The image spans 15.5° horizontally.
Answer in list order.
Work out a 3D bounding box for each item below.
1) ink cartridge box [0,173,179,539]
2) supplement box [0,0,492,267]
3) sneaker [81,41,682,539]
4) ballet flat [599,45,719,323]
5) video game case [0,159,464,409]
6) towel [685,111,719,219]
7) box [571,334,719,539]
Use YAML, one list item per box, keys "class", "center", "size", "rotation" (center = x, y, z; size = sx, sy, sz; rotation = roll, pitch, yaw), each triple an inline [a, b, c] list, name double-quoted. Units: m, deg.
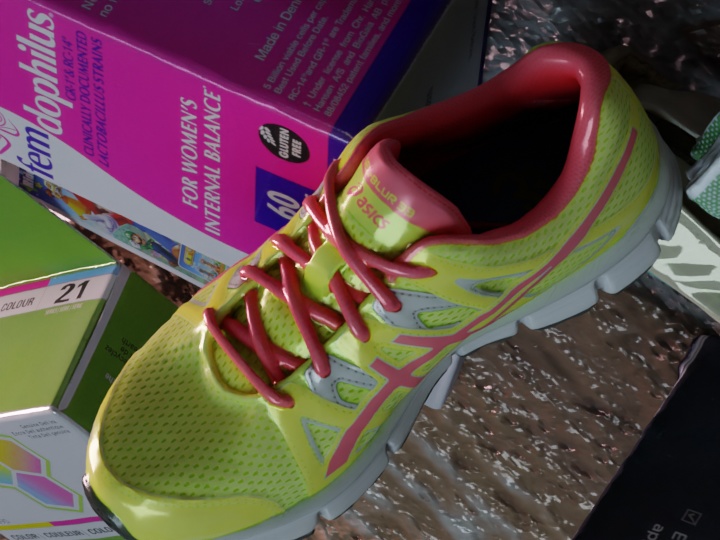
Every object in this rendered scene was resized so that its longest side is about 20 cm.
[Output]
- class: "ink cartridge box"
  center: [-0.154, 0.035, 1.095]
  size: [0.200, 0.076, 0.147]
  rotation: [38, 150, -30]
- class: "supplement box"
  center: [-0.068, -0.086, 0.844]
  size: [0.199, 0.104, 0.101]
  rotation: [25, 151, 13]
- class: "sneaker"
  center: [0.000, 0.000, 0.746]
  size: [0.078, 0.200, 0.090]
  rotation: [48, 170, 26]
- class: "ballet flat"
  center: [0.138, -0.001, 0.829]
  size: [0.199, 0.070, 0.069]
  rotation: [35, 150, -4]
- class: "video game case"
  center: [-0.044, -0.031, 0.985]
  size: [0.199, 0.018, 0.143]
  rotation: [27, 150, 7]
- class: "towel"
  center: [0.206, -0.011, 0.747]
  size: [0.199, 0.031, 0.149]
  rotation: [35, 136, -6]
- class: "box"
  center: [0.160, 0.150, 0.868]
  size: [0.199, 0.197, 0.118]
  rotation: [18, 140, 28]
